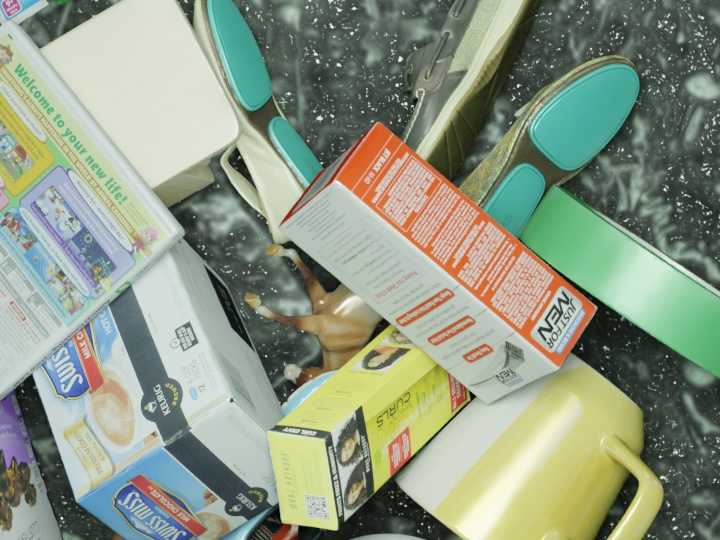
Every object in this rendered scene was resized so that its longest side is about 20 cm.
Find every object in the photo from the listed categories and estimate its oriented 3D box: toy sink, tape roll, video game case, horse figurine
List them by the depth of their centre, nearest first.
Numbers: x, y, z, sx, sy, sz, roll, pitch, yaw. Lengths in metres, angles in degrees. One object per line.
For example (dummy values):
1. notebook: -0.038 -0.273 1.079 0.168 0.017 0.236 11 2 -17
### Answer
1. video game case: -0.250 -0.042 1.422 0.182 0.022 0.200 -41 78 7
2. tape roll: 0.206 0.012 1.435 0.200 0.200 0.048 33 97 -1
3. toy sink: -0.185 -0.102 1.483 0.199 0.112 0.131 -30 84 9
4. horse figurine: 0.000 0.000 1.506 0.200 0.050 0.133 -48 125 -4

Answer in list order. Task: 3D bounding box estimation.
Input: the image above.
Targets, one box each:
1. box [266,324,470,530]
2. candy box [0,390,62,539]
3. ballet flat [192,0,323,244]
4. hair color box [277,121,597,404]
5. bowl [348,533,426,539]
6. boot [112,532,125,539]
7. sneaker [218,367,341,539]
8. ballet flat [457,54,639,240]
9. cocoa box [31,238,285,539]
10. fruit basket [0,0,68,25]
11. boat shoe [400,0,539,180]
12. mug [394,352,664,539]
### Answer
1. box: 0.009 0.103 1.442 0.050 0.200 0.076 5 115 30
2. candy box: -0.277 0.199 1.495 0.071 0.168 0.201 -16 95 6
3. ballet flat: -0.087 -0.109 1.512 0.069 0.069 0.201 -28 94 5
4. hair color box: 0.052 -0.002 1.405 0.200 0.111 0.064 41 62 -8
5. bowl: 0.021 0.273 1.508 0.200 0.090 0.202 1 109 2
6. boot: -0.083 0.226 1.537 0.200 0.072 0.167 40 89 -10
7. sneaker: -0.039 0.164 1.483 0.078 0.090 0.200 38 77 -24
8. ballet flat: 0.124 -0.084 1.496 0.071 0.071 0.200 39 84 -1
9. cocoa box: -0.146 0.083 1.449 0.131 0.133 0.200 -32 51 6
10. fruit basket: -0.231 -0.307 1.484 0.185 0.094 0.201 -29 90 5
11. boat shoe: 0.063 -0.138 1.482 0.066 0.072 0.201 25 73 18
12. mug: 0.142 0.149 1.480 0.186 0.149 0.153 37 87 25
